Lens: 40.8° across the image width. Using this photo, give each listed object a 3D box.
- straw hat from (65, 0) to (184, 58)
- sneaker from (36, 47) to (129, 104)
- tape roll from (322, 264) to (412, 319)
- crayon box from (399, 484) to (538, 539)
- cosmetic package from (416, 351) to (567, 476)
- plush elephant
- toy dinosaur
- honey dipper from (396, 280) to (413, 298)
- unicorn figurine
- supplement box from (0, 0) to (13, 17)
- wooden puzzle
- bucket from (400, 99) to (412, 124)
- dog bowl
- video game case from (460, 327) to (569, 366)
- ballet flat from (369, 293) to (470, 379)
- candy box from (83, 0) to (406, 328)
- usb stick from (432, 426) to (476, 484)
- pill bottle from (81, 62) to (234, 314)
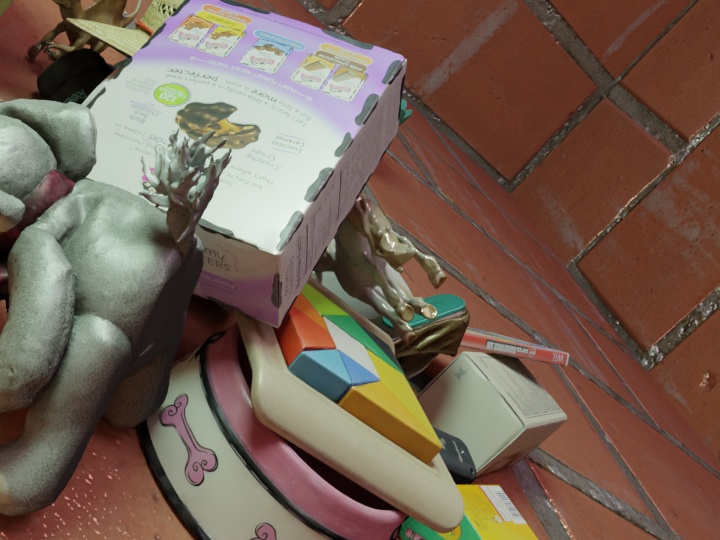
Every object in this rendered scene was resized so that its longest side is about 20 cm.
[{"bbox_3d":[-0.138,-0.194,0.810,0.199,0.086,0.201,30,4,-2],"label":"straw hat"},{"bbox_3d":[-0.224,-0.157,0.914,0.080,0.075,0.200,55,24,1],"label":"sneaker"},{"bbox_3d":[-0.032,0.002,0.998,0.202,0.071,0.203,42,15,-14],"label":"tape roll"},{"bbox_3d":[0.124,0.264,0.754,0.201,0.058,0.118,54,17,28],"label":"crayon box"},{"bbox_3d":[0.144,0.154,1.050,0.104,0.087,0.199,51,14,21],"label":"cosmetic package"},{"bbox_3d":[-0.168,-0.008,0.492,0.153,0.203,0.165,27,21,5],"label":"plush elephant"},{"bbox_3d":[-0.254,-0.228,0.925,0.058,0.101,0.200,44,15,1],"label":"toy dinosaur"},{"bbox_3d":[0.029,0.013,0.940,0.200,0.038,0.038,44,14,-23],"label":"honey dipper"},{"bbox_3d":[0.000,0.000,0.799,0.137,0.201,0.074,41,54,16],"label":"unicorn figurine"},{"bbox_3d":[-0.325,-0.311,0.748,0.133,0.200,0.201,29,21,-46],"label":"supplement box"},{"bbox_3d":[-0.012,0.064,0.659,0.184,0.037,0.201,38,16,-30],"label":"wooden puzzle"},{"bbox_3d":[-0.020,-0.300,1.715,0.207,0.135,0.208,42,14,-13],"label":"bucket"},{"bbox_3d":[-0.046,0.118,0.638,0.200,0.074,0.201,42,15,-14],"label":"dog bowl"},{"bbox_3d":[0.121,0.075,1.101,0.197,0.018,0.142,13,0,-37],"label":"video game case"},{"bbox_3d":[0.014,0.073,0.889,0.197,0.074,0.068,-10,22,-28],"label":"ballet flat"},{"bbox_3d":[-0.083,-0.082,0.636,0.165,0.072,0.201,21,52,12],"label":"candy box"},{"bbox_3d":[0.042,0.154,0.872,0.199,0.033,0.056,31,19,-46],"label":"usb stick"},{"bbox_3d":[-0.142,-0.070,0.796,0.200,0.111,0.111,43,14,-9],"label":"pill bottle"}]
